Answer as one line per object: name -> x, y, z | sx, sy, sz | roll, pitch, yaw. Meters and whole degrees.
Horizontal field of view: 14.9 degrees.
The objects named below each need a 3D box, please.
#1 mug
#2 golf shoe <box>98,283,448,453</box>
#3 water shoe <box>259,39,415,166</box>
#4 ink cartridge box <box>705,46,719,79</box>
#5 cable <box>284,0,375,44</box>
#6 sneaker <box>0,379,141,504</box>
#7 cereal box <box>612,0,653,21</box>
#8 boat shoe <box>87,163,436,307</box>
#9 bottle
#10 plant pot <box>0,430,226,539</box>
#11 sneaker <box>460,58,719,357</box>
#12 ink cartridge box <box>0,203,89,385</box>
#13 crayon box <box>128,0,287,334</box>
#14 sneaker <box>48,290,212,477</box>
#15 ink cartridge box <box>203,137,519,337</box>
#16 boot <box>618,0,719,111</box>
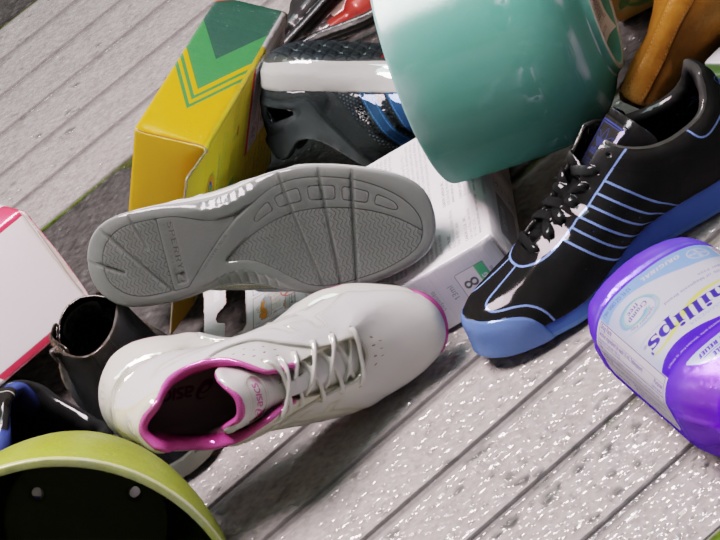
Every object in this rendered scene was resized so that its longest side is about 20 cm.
mug -> 0.081, -0.152, 1.568 | 0.114, 0.152, 0.186 | -17, 63, 15
golf shoe -> -0.042, 0.061, 1.506 | 0.199, 0.076, 0.092 | -17, 14, -8
water shoe -> 0.034, -0.099, 1.733 | 0.199, 0.079, 0.071 | 7, 21, 18
ink cartridge box -> 0.296, -0.155, 1.540 | 0.200, 0.059, 0.104 | -47, 31, -24
cable -> -0.038, -0.159, 1.956 | 0.200, 0.050, 0.097 | -51, 47, -5
sneaker -> -0.199, 0.120, 1.580 | 0.199, 0.115, 0.081 | -15, 32, 33
cereal box -> 0.218, -0.235, 1.671 | 0.199, 0.144, 0.040 | -27, 63, 14
boat shoe -> -0.054, -0.021, 1.576 | 0.201, 0.075, 0.065 | -11, 8, 11
bottle -> 0.182, 0.048, 1.332 | 0.083, 0.065, 0.200 | -35, 27, -5
plant pot -> -0.148, 0.157, 1.422 | 0.187, 0.188, 0.200 | -31, 13, 5
sneaker -> 0.128, -0.036, 1.513 | 0.200, 0.078, 0.070 | -37, 28, -6
ink cartridge box -> -0.275, 0.029, 1.805 | 0.145, 0.084, 0.200 | -41, 16, -12
crayon box -> -0.103, -0.070, 1.749 | 0.051, 0.127, 0.200 | 15, 37, 8
sneaker -> -0.151, 0.044, 1.657 | 0.075, 0.106, 0.200 | -38, 27, -8
ink cartridge box -> 0.000, 0.000, 1.637 | 0.199, 0.050, 0.161 | -31, 27, 15
boot -> 0.211, -0.152, 1.608 | 0.071, 0.201, 0.145 | 31, 105, 21
